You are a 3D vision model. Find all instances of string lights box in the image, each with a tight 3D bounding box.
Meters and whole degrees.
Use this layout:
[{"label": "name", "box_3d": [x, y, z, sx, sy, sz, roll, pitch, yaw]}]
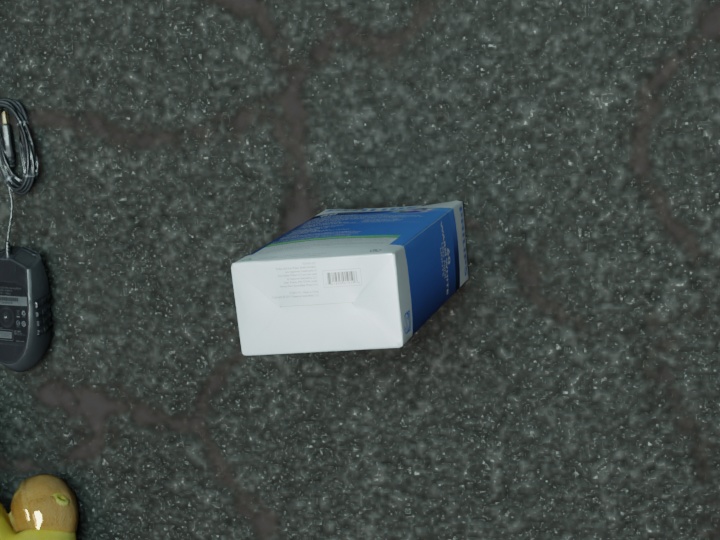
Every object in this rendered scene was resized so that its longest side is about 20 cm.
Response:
[{"label": "string lights box", "box_3d": [0.000, 0.000, 1.014, 0.102, 0.200, 0.060, -3, 100, 16]}]

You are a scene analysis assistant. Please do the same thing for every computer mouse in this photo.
[{"label": "computer mouse", "box_3d": [-0.253, -0.026, 1.172, 0.058, 0.034, 0.202, 5, 98, 31]}]

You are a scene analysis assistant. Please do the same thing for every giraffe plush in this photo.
[{"label": "giraffe plush", "box_3d": [-0.275, 0.197, 1.168, 0.161, 0.173, 0.202, 16, 95, -11]}]
